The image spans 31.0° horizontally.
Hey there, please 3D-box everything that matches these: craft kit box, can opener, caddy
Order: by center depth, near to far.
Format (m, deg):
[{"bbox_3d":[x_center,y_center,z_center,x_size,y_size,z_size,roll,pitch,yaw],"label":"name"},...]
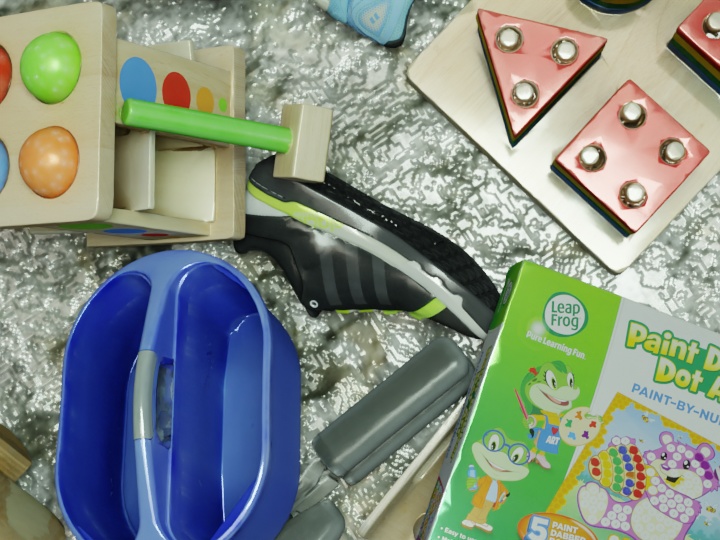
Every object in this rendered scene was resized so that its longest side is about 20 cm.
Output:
[{"bbox_3d":[0.155,0.120,0.790,0.199,0.049,0.199,20,78,-3],"label":"craft kit box"},{"bbox_3d":[-0.113,0.088,0.804,0.141,0.105,0.201,-8,69,17],"label":"caddy"},{"bbox_3d":[-0.001,0.126,0.844,0.200,0.053,0.066,-43,66,-1],"label":"can opener"}]

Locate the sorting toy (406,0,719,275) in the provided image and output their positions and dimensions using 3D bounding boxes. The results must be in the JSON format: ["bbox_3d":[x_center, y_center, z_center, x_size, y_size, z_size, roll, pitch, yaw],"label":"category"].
[{"bbox_3d":[0.166,-0.138,0.845,0.199,0.070,0.200,44,90,6],"label":"sorting toy"}]

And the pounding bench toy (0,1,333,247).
[{"bbox_3d":[-0.135,-0.085,0.783,0.199,0.156,0.125,-2,85,30],"label":"pounding bench toy"}]

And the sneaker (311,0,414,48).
[{"bbox_3d":[0.057,-0.233,0.870,0.090,0.078,0.200,42,93,-13],"label":"sneaker"}]

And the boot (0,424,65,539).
[{"bbox_3d":[-0.258,0.182,0.797,0.144,0.201,0.071,-47,113,-4],"label":"boot"}]

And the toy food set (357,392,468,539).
[{"bbox_3d":[0.118,0.175,0.829,0.200,0.060,0.144,39,90,5],"label":"toy food set"}]

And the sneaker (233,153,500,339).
[{"bbox_3d":[0.000,0.000,0.858,0.199,0.072,0.083,32,109,8],"label":"sneaker"}]
